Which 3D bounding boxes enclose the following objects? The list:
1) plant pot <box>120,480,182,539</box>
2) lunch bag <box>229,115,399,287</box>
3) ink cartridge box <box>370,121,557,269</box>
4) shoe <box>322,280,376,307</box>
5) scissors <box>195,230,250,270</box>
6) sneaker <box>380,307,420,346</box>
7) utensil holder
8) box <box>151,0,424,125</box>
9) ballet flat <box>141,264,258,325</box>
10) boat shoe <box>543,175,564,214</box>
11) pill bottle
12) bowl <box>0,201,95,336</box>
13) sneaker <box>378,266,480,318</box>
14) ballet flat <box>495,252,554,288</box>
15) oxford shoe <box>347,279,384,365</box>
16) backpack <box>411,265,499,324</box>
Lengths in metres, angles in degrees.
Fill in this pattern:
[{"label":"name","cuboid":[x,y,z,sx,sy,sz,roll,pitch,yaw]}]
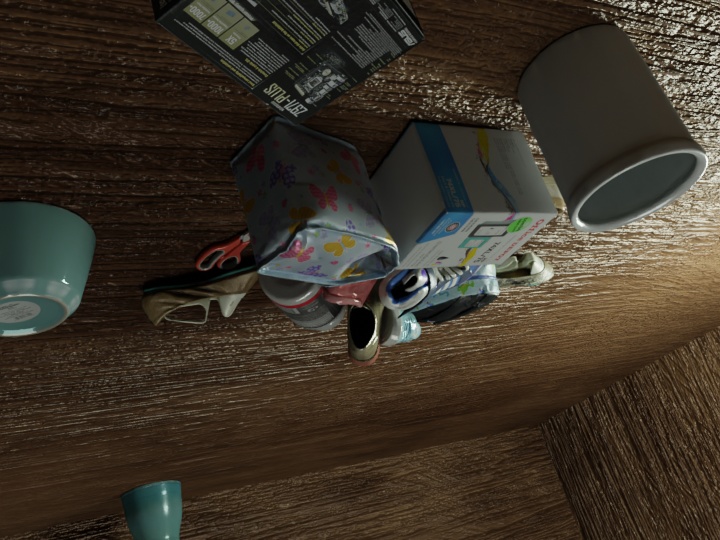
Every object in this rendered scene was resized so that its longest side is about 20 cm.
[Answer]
[{"label":"plant pot","cuboid":[-0.683,0.824,2.267,0.197,0.190,0.201,-14,155,-7]},{"label":"lunch bag","cuboid":[-0.048,-0.074,0.868,0.198,0.171,0.127,8,144,-44]},{"label":"ink cartridge box","cuboid":[0.141,-0.102,0.967,0.198,0.148,0.147,-3,152,-30]},{"label":"shoe","cuboid":[0.000,0.000,1.088,0.200,0.071,0.092,-12,122,-67]},{"label":"scissors","cuboid":[-0.176,-0.050,1.018,0.073,0.014,0.199,9,146,-42]},{"label":"sneaker","cuboid":[0.072,0.095,1.212,0.081,0.075,0.200,12,-175,-3]},{"label":"utensil holder","cuboid":[0.307,-0.179,0.860,0.168,0.202,0.170,-15,156,-7]},{"label":"box","cuboid":[-0.061,-0.244,0.610,0.163,0.087,0.199,-29,153,22]},{"label":"ballet flat","cuboid":[-0.246,0.045,1.088,0.197,0.073,0.068,-14,179,-11]},{"label":"boat shoe","cuboid":[0.246,-0.097,1.141,0.198,0.070,0.074,-18,156,3]},{"label":"pill bottle","cuboid":[-0.086,0.033,1.133,0.109,0.112,0.200,-20,155,5]},{"label":"bowl","cuboid":[-0.433,0.012,0.864,0.198,0.106,0.201,-16,156,-7]},{"label":"sneaker","cuboid":[0.120,0.003,1.087,0.198,0.081,0.146,-28,180,8]},{"label":"ballet flat","cuboid":[0.317,-0.002,1.405,0.197,0.068,0.076,-10,139,-13]},{"label":"oxford shoe","cuboid":[0.010,0.051,1.131,0.069,0.203,0.075,-3,157,1]},{"label":"backpack","cuboid":[0.168,0.030,1.280,0.161,0.156,0.199,4,177,-26]}]
